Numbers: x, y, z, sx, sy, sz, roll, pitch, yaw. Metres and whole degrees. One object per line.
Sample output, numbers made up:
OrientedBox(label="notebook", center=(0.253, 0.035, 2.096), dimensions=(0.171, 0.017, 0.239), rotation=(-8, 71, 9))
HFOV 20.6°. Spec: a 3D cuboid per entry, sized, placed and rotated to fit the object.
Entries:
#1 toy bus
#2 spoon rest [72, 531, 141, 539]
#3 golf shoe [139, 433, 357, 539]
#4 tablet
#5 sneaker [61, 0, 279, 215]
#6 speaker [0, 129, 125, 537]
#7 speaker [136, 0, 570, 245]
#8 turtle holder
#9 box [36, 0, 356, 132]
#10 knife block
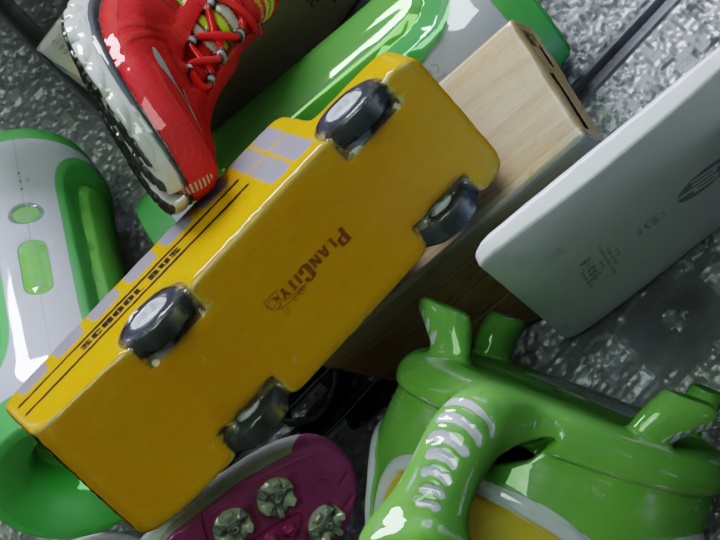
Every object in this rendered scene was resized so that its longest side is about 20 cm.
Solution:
OrientedBox(label="toy bus", center=(-0.040, 0.006, 0.760), dimensions=(0.200, 0.065, 0.078), rotation=(-47, 22, -9))
OrientedBox(label="spoon rest", center=(-0.070, 0.171, 0.866), dimensions=(0.200, 0.061, 0.099), rotation=(6, 75, 22))
OrientedBox(label="golf shoe", center=(-0.088, 0.134, 0.822), dimensions=(0.200, 0.075, 0.092), rotation=(-45, 35, 0))
OrientedBox(label="tablet", center=(0.116, -0.027, 0.780), dimensions=(0.130, 0.200, 0.014), rotation=(-40, 73, 6))
OrientedBox(label="sneaker", center=(-0.072, -0.102, 0.815), dimensions=(0.085, 0.077, 0.200), rotation=(-20, 39, 6))
OrientedBox(label="speaker", center=(-0.142, 0.023, 0.886), dimensions=(0.088, 0.088, 0.200), rotation=(-31, 41, 9))
OrientedBox(label="speaker", center=(-0.004, -0.064, 0.902), dimensions=(0.200, 0.088, 0.088), rotation=(-39, 64, 6))
OrientedBox(label="turtle holder", center=(0.068, 0.095, 0.772), dimensions=(0.141, 0.186, 0.132), rotation=(19, 94, -4))
OrientedBox(label="box", center=(-0.052, -0.152, 0.946), dimensions=(0.078, 0.095, 0.200), rotation=(35, 89, 26))
OrientedBox(label="knife block", center=(0.000, 0.000, 0.835), dimensions=(0.175, 0.200, 0.064), rotation=(-21, 63, -19))
